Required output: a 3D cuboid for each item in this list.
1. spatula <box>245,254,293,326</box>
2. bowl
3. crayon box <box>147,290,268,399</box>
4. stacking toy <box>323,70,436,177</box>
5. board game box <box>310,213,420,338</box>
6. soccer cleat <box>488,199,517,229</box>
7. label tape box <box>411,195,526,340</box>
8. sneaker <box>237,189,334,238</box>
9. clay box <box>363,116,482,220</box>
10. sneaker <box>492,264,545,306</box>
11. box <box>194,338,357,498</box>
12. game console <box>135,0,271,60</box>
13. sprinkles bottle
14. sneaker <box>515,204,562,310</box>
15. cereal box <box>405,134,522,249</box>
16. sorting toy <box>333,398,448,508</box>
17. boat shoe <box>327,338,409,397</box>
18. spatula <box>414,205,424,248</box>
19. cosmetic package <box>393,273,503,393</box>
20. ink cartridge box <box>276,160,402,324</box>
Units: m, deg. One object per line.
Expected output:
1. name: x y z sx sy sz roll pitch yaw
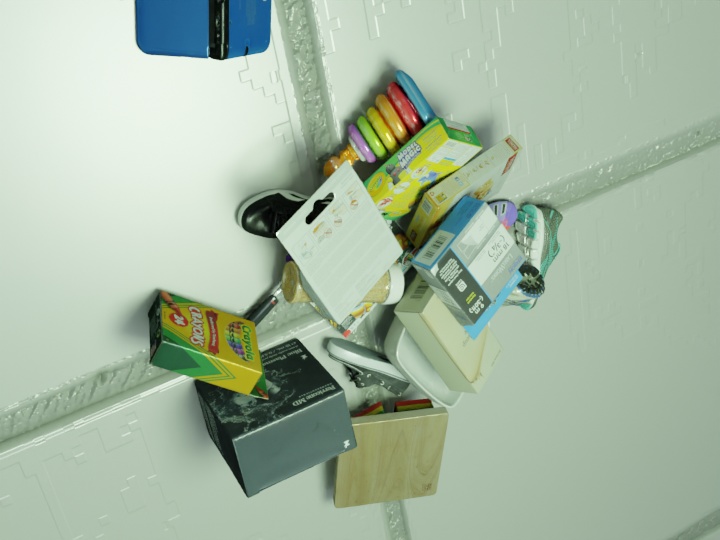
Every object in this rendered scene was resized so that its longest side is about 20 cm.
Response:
1. spatula: -0.130 0.029 1.602 0.201 0.021 0.056 -49 126 -1
2. bowl: 0.127 0.116 1.729 0.200 0.074 0.202 43 64 -33
3. crayon box: -0.225 0.115 1.514 0.197 0.128 0.051 21 117 -26
4. stacking toy: 0.023 -0.210 1.556 0.198 0.111 0.116 -34 158 7
5. board game box: 0.000 0.000 1.661 0.200 0.035 0.126 -48 124 -3
6. soccer cleat: 0.213 -0.066 1.714 0.198 0.073 0.070 -24 116 -32
7. label tape box: 0.191 0.005 1.578 0.145 0.063 0.200 -49 121 -12
8. sneaker: -0.084 -0.077 1.536 0.196 0.112 0.075 -4 112 -27
9. clay box: 0.086 -0.155 1.552 0.199 0.048 0.114 -39 158 28
10. sneaker: 0.227 0.034 1.727 0.196 0.078 0.085 10 147 -29
11. box: -0.138 0.230 1.584 0.194 0.200 0.120 -22 120 -19
12. game console: -0.216 -0.407 1.381 0.170 0.116 0.204 -28 128 -53
13. sprinkles bottle: -0.027 0.020 1.590 0.196 0.068 0.070 1 111 -30
14. sneaker: 0.330 -0.024 1.810 0.090 0.077 0.204 -9 117 -30
15. cereal box: 0.171 -0.129 1.629 0.198 0.040 0.144 -34 165 -23
16. sorting toy: 0.046 0.320 1.772 0.194 0.070 0.203 -5 126 -14
17. boat shoe: 0.012 0.177 1.728 0.198 0.070 0.067 23 98 -41
18. spatula: 0.094 -0.109 1.674 0.056 0.020 0.202 -40 123 -15
19. cosmetic package: 0.150 0.101 1.654 0.201 0.072 0.104 52 58 -29
20. ink cartridge box: -0.037 -0.044 1.488 0.160 0.047 0.201 -47 128 -16
